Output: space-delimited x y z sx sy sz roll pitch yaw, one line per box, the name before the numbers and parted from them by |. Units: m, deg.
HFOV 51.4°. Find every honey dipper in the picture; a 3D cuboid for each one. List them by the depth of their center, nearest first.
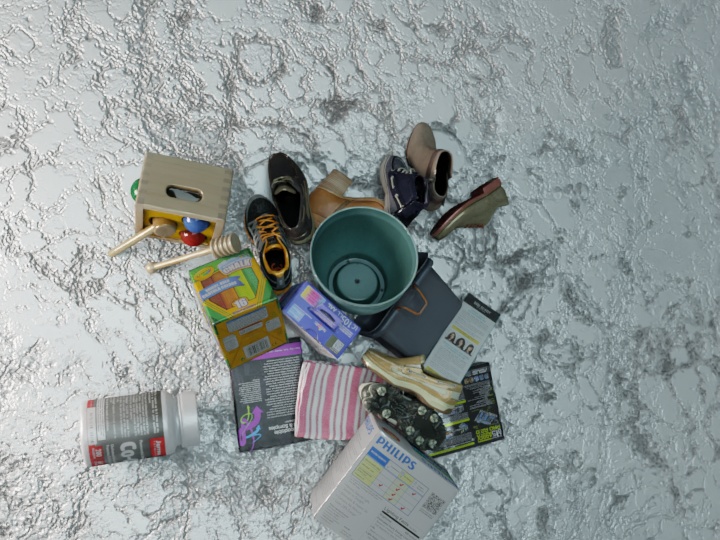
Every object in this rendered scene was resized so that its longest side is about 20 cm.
honey dipper | -0.313 -0.028 1.375 0.197 0.038 0.039 -13 87 20

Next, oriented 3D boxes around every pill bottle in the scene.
pill bottle | -0.389 0.276 1.328 0.197 0.114 0.116 -6 85 -15

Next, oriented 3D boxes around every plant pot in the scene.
plant pot | 0.000 0.000 1.409 0.197 0.135 0.203 3 64 -6

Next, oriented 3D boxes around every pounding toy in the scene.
pounding toy | -0.348 -0.102 1.359 0.197 0.184 0.144 10 70 -14

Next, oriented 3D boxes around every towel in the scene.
towel | -0.030 0.256 1.449 0.198 0.030 0.149 10 82 -26

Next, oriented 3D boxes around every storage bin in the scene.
storage bin | 0.106 0.083 1.475 0.134 0.145 0.201 41 76 -17

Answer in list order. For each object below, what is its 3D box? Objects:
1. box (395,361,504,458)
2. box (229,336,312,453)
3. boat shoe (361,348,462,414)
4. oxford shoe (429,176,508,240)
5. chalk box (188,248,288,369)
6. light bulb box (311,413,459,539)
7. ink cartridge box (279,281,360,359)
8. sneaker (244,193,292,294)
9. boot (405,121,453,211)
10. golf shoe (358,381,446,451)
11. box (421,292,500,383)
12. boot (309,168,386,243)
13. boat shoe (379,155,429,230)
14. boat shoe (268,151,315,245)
box | 0.181 0.284 1.514 0.197 0.044 0.163 -12 88 -15
box | -0.174 0.236 1.430 0.141 0.036 0.203 -6 84 -16
boat shoe | 0.100 0.191 1.418 0.198 0.072 0.077 28 100 0
oxford shoe | 0.233 -0.114 1.558 0.199 0.070 0.075 -36 99 -14
chalk box | -0.230 0.053 1.368 0.124 0.125 0.200 -23 46 -15
light bulb box | 0.042 0.413 1.398 0.197 0.125 0.201 38 91 -9
ink cartridge box | -0.082 0.092 1.381 0.136 0.200 0.077 41 80 -9
sneaker | -0.171 -0.058 1.433 0.077 0.077 0.202 -16 75 -13
boot | 0.145 -0.217 1.505 0.069 0.146 0.203 1 84 -15
golf shoe | 0.082 0.271 1.438 0.199 0.088 0.078 38 83 -17
box | 0.197 0.149 1.501 0.082 0.049 0.201 34 64 6
boot | -0.025 -0.085 1.489 0.199 0.074 0.156 35 78 0
boat shoe | 0.093 -0.173 1.471 0.074 0.093 0.202 25 42 -30
boat shoe | -0.135 -0.149 1.434 0.074 0.073 0.202 -22 67 2
